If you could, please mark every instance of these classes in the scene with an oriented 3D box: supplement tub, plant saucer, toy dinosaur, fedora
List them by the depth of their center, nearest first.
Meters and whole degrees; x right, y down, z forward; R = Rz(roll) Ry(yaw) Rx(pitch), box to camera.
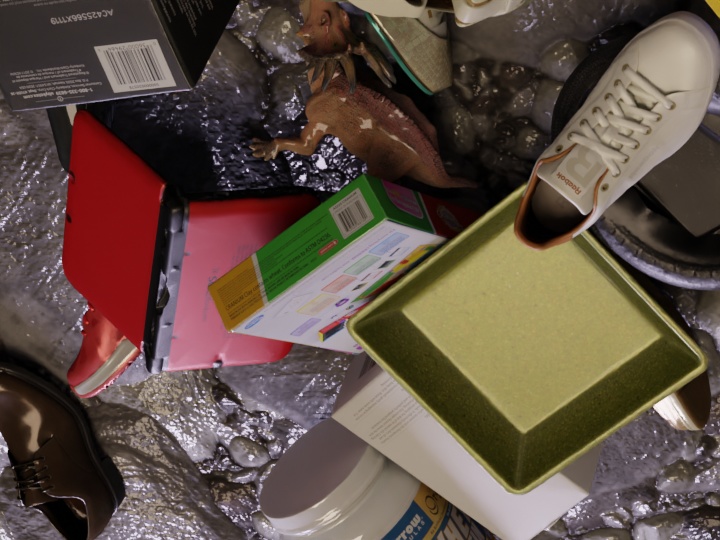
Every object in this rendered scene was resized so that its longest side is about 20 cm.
[{"bbox_3d":[0.238,-0.089,1.586,0.200,0.092,0.201,14,123,22],"label":"fedora"},{"bbox_3d":[0.011,-0.113,1.642,0.200,0.086,0.136,35,141,-8],"label":"toy dinosaur"},{"bbox_3d":[0.126,0.045,1.679,0.200,0.048,0.200,-38,105,26],"label":"plant saucer"},{"bbox_3d":[0.022,0.231,1.904,0.144,0.145,0.200,-24,118,34],"label":"supplement tub"}]

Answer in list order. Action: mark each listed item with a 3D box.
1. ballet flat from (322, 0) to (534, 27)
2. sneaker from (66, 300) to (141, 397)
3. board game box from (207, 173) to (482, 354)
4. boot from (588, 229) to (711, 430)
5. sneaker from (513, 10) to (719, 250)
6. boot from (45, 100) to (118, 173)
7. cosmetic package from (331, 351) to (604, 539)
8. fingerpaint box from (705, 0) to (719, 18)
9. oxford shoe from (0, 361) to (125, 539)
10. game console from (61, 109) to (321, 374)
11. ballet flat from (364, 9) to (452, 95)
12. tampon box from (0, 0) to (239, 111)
[{"bbox_3d":[0.053,-0.196,1.539,0.199,0.064,0.067,5,142,-18],"label":"ballet flat"},{"bbox_3d":[-0.210,0.011,1.859,0.115,0.078,0.200,41,118,-6],"label":"sneaker"},{"bbox_3d":[0.000,0.000,1.676,0.153,0.200,0.040,-35,68,19],"label":"board game box"},{"bbox_3d":[0.170,0.063,1.759,0.155,0.073,0.200,-25,116,33],"label":"boot"},{"bbox_3d":[0.173,-0.085,1.511,0.073,0.085,0.200,38,123,6],"label":"sneaker"},{"bbox_3d":[-0.286,-0.167,1.725,0.199,0.066,0.165,16,124,2],"label":"boot"},{"bbox_3d":[0.090,0.127,1.833,0.200,0.085,0.108,37,131,-14],"label":"cosmetic package"},{"bbox_3d":[0.291,-0.194,1.438,0.073,0.167,0.200,-28,116,35],"label":"fingerpaint box"},{"bbox_3d":[-0.283,0.166,1.996,0.073,0.084,0.200,-16,120,32],"label":"oxford shoe"},{"bbox_3d":[-0.135,-0.025,1.735,0.172,0.119,0.200,-5,141,-15],"label":"game console"},{"bbox_3d":[0.021,-0.210,1.588,0.062,0.068,0.200,-30,116,22],"label":"ballet flat"},{"bbox_3d":[-0.170,-0.224,1.546,0.149,0.200,0.126,-4,128,24],"label":"tampon box"}]
